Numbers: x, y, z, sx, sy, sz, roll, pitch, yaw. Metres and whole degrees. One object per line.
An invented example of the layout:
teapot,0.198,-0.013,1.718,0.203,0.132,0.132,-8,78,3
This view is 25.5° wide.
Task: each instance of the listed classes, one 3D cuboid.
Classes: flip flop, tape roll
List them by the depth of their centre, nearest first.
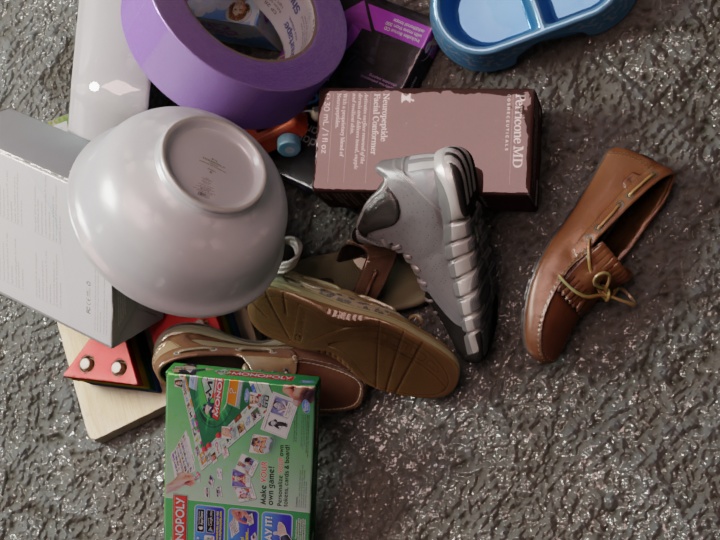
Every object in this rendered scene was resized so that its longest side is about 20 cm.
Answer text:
tape roll,-0.114,-0.229,1.451,0.066,0.200,0.200,-44,57,47
flip flop,0.000,0.000,1.466,0.200,0.058,0.081,-13,71,20

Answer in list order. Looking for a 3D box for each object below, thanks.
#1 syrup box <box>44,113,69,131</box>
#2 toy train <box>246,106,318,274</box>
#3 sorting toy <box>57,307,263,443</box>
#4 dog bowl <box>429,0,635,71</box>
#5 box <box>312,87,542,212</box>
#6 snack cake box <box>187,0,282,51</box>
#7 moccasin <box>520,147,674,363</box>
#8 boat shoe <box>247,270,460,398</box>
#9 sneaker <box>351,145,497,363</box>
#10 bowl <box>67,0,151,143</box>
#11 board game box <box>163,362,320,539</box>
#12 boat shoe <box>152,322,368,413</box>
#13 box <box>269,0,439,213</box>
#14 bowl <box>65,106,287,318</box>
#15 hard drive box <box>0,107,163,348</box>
syrup box,-0.355,-0.081,1.629,0.200,0.081,0.079,-20,67,18
toy train,-0.108,-0.083,1.474,0.150,0.056,0.200,-19,51,27
sorting toy,-0.215,0.034,1.544,0.199,0.070,0.200,-26,67,15
dog bowl,0.156,-0.256,1.452,0.200,0.050,0.112,-19,86,11
box,0.061,-0.109,1.441,0.200,0.075,0.100,1,80,11
snack cake box,-0.161,-0.299,1.613,0.200,0.067,0.115,12,79,25
moccasin,0.206,-0.008,1.377,0.078,0.074,0.201,27,78,35
boat shoe,0.000,0.050,1.427,0.200,0.063,0.073,25,123,5
sneaker,0.053,-0.013,1.401,0.115,0.075,0.200,-2,111,20
bowl,-0.239,-0.179,1.523,0.075,0.200,0.200,5,56,-11
board game box,-0.106,0.186,1.410,0.134,0.029,0.200,6,106,8
boat shoe,-0.093,0.101,1.439,0.200,0.072,0.076,7,110,1
box,-0.022,-0.172,1.536,0.143,0.036,0.200,25,88,27
bowl,-0.140,-0.068,1.346,0.090,0.201,0.201,-50,55,48
hard drive box,-0.278,-0.042,1.468,0.200,0.077,0.156,23,124,26
